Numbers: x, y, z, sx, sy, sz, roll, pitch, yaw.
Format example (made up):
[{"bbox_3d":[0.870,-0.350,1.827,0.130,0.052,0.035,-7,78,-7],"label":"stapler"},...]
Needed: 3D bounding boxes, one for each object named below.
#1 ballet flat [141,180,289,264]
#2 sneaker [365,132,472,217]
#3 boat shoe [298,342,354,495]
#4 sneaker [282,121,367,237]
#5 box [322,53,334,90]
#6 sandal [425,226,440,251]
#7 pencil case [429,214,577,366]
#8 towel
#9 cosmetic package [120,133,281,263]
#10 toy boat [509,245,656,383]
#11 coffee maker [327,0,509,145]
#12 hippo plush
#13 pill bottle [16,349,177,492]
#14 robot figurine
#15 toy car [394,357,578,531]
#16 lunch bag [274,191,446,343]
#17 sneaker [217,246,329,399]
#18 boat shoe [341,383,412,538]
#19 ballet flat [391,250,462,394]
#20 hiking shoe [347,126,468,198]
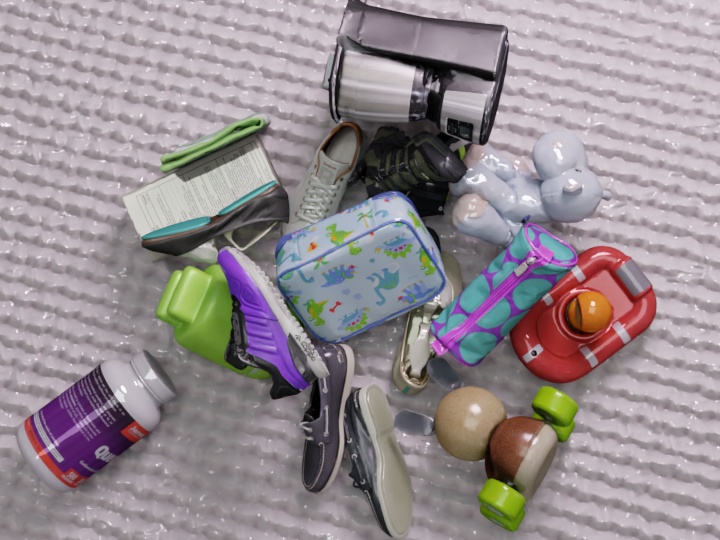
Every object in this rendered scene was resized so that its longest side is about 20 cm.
[{"bbox_3d":[-0.182,-0.049,1.504,0.200,0.068,0.069,-22,102,0],"label":"ballet flat"},{"bbox_3d":[0.094,-0.116,1.582,0.200,0.072,0.083,-40,108,-3],"label":"sneaker"},{"bbox_3d":[-0.059,0.192,1.512,0.063,0.073,0.201,8,94,-34],"label":"boat shoe"},{"bbox_3d":[-0.055,-0.114,1.575,0.073,0.085,0.200,23,85,7],"label":"sneaker"},{"bbox_3d":[0.061,-0.239,1.544,0.199,0.158,0.048,12,97,6],"label":"box"},{"bbox_3d":[0.010,-0.015,1.567,0.200,0.075,0.048,-16,40,5],"label":"sandal"},{"bbox_3d":[0.175,0.030,1.449,0.085,0.092,0.200,47,117,13],"label":"pencil case"},{"bbox_3d":[-0.191,-0.175,1.538,0.149,0.200,0.031,-26,97,1],"label":"towel"},{"bbox_3d":[-0.208,-0.097,1.576,0.200,0.087,0.104,-24,93,0],"label":"cosmetic package"},{"bbox_3d":[0.286,0.057,1.488,0.200,0.131,0.131,-37,84,-2],"label":"toy boat"},{"bbox_3d":[0.075,-0.258,1.394,0.199,0.135,0.193,10,94,6],"label":"coffee maker"},{"bbox_3d":[0.218,-0.094,1.482,0.161,0.159,0.201,-26,72,43],"label":"hippo plush"},{"bbox_3d":[-0.344,0.194,1.535,0.200,0.112,0.113,-36,80,-1],"label":"pill bottle"},{"bbox_3d":[-0.161,0.069,1.511,0.200,0.175,0.116,29,69,-23],"label":"robot figurine"},{"bbox_3d":[0.149,0.203,1.476,0.200,0.158,0.164,29,75,17],"label":"toy car"},{"bbox_3d":[0.000,0.000,1.491,0.200,0.161,0.083,-26,38,13],"label":"lunch bag"},{"bbox_3d":[-0.131,0.069,1.403,0.099,0.070,0.200,-35,88,-1],"label":"sneaker"},{"bbox_3d":[0.013,0.252,1.519,0.066,0.074,0.200,-18,86,32],"label":"boat shoe"},{"bbox_3d":[0.090,0.067,1.541,0.069,0.069,0.201,14,82,7],"label":"ballet flat"},{"bbox_3d":[0.060,-0.122,1.483,0.076,0.200,0.101,40,82,-28],"label":"hiking shoe"}]
